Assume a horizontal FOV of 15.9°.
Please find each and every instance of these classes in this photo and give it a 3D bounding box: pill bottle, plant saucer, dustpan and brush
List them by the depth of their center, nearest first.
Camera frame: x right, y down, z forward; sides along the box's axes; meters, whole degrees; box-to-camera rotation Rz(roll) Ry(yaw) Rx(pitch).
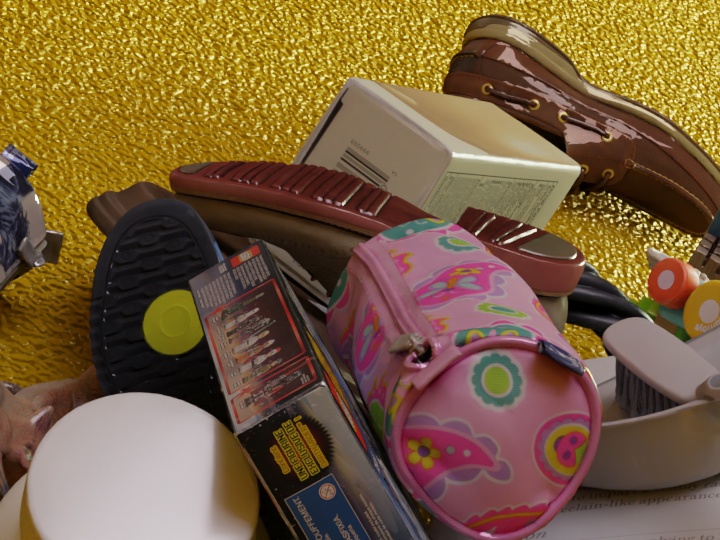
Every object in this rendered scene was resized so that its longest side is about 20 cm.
[{"bbox_3d":[-0.091,0.134,0.974,0.112,0.200,0.113,5,53,-7],"label":"pill bottle"},{"bbox_3d":[0.136,0.051,1.033,0.139,0.057,0.200,-24,23,-13],"label":"dustpan and brush"},{"bbox_3d":[-0.046,0.015,1.268,0.200,0.030,0.200,35,3,-2],"label":"plant saucer"}]

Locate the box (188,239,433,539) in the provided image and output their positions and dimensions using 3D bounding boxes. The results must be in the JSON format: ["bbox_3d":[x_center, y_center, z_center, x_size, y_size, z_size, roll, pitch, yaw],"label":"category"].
[{"bbox_3d":[-0.010,0.077,0.985,0.137,0.040,0.200,61,0,-17],"label":"box"}]

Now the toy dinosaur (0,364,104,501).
[{"bbox_3d":[-0.098,0.091,1.161,0.199,0.086,0.136,20,33,-19],"label":"toy dinosaur"}]

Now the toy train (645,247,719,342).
[{"bbox_3d":[0.215,0.057,1.218,0.199,0.056,0.150,26,3,3],"label":"toy train"}]

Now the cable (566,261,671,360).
[{"bbox_3d":[0.102,0.041,1.299,0.163,0.200,0.051,30,77,16],"label":"cable"}]

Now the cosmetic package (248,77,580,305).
[{"bbox_3d":[0.032,-0.036,1.357,0.071,0.105,0.200,38,12,19],"label":"cosmetic package"}]

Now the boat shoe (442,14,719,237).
[{"bbox_3d":[0.137,-0.075,1.586,0.200,0.072,0.068,33,65,-5],"label":"boat shoe"}]

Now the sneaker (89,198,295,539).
[{"bbox_3d":[-0.065,0.068,1.118,0.078,0.066,0.201,50,20,-67],"label":"sneaker"}]

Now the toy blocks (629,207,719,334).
[{"bbox_3d":[0.257,0.021,1.462,0.199,0.137,0.100,31,33,7],"label":"toy blocks"}]

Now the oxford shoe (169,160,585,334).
[{"bbox_3d":[0.000,0.000,1.197,0.199,0.075,0.070,17,18,14],"label":"oxford shoe"}]

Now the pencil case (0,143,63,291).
[{"bbox_3d":[-0.209,0.012,1.194,0.089,0.078,0.200,14,31,7],"label":"pencil case"}]

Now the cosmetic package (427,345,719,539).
[{"bbox_3d":[0.129,0.151,1.107,0.164,0.166,0.200,-7,25,21],"label":"cosmetic package"}]

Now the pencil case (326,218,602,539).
[{"bbox_3d":[0.038,0.038,1.035,0.087,0.088,0.200,20,11,-11],"label":"pencil case"}]
